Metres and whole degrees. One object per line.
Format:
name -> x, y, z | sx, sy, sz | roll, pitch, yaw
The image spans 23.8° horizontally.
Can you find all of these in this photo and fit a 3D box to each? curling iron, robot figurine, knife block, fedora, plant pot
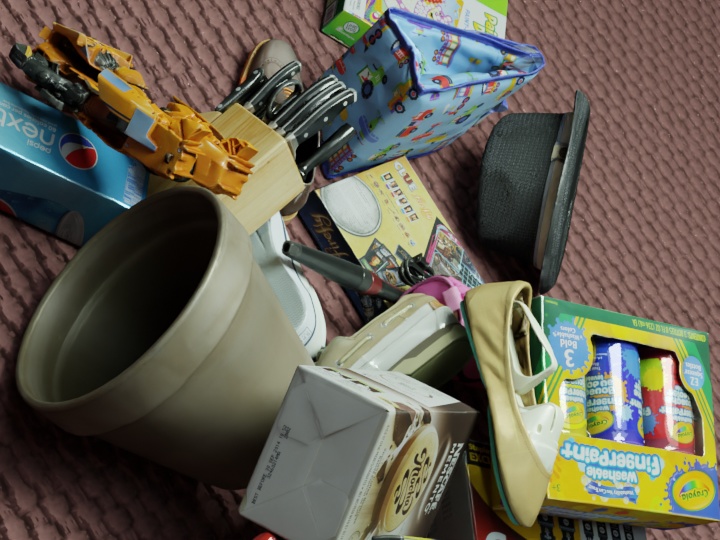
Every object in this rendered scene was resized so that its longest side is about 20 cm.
curling iron -> 0.000, 0.000, 1.442 | 0.200, 0.026, 0.050 | 13, 63, -49
robot figurine -> -0.179, -0.127, 1.326 | 0.200, 0.058, 0.145 | 37, 9, 26
knife block -> -0.088, -0.077, 1.389 | 0.064, 0.175, 0.201 | 67, 21, -49
fedora -> 0.162, -0.081, 1.653 | 0.091, 0.201, 0.201 | 11, 46, 9
plant pot -> -0.124, 0.069, 1.263 | 0.174, 0.200, 0.200 | 46, 39, -30

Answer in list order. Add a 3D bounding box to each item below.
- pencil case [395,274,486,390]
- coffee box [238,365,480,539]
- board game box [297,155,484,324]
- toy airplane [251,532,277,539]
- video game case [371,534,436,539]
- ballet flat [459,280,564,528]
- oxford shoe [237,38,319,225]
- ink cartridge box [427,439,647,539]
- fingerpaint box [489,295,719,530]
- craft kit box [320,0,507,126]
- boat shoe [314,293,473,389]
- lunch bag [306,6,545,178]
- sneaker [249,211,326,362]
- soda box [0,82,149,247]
pencil case -> 0.126, 0.060, 1.487 | 0.199, 0.094, 0.091 | 14, 59, -38
coffee box -> 0.004, 0.136, 1.241 | 0.080, 0.113, 0.200 | 24, 5, 21
board game box -> 0.043, 0.002, 1.550 | 0.135, 0.035, 0.200 | -23, 79, -47
toy airplane -> -0.044, 0.286, 1.220 | 0.200, 0.141, 0.200 | 15, 88, -48
video game case -> 0.047, 0.293, 1.221 | 0.181, 0.025, 0.201 | 31, 57, -69
ballet flat -> 0.125, 0.096, 1.322 | 0.069, 0.063, 0.201 | 38, 37, -60
oxford shoe -> -0.063, -0.134, 1.522 | 0.071, 0.073, 0.201 | 18, 52, -31
ink cartridge box -> 0.143, 0.214, 1.454 | 0.199, 0.084, 0.176 | 17, 52, -32
fingerpaint box -> 0.204, 0.123, 1.426 | 0.199, 0.073, 0.168 | 13, 69, -34
craft kit box -> 0.061, -0.274, 1.753 | 0.197, 0.048, 0.201 | 30, 46, -26
boat shoe -> -0.005, 0.092, 1.380 | 0.200, 0.075, 0.068 | -31, 56, -14
lunch bag -> 0.070, -0.160, 1.598 | 0.199, 0.150, 0.094 | -2, 63, -42
sneaker -> -0.085, -0.003, 1.425 | 0.071, 0.073, 0.200 | 63, 5, -56
soda box -> -0.264, -0.089, 1.318 | 0.200, 0.068, 0.064 | 27, 46, -25
